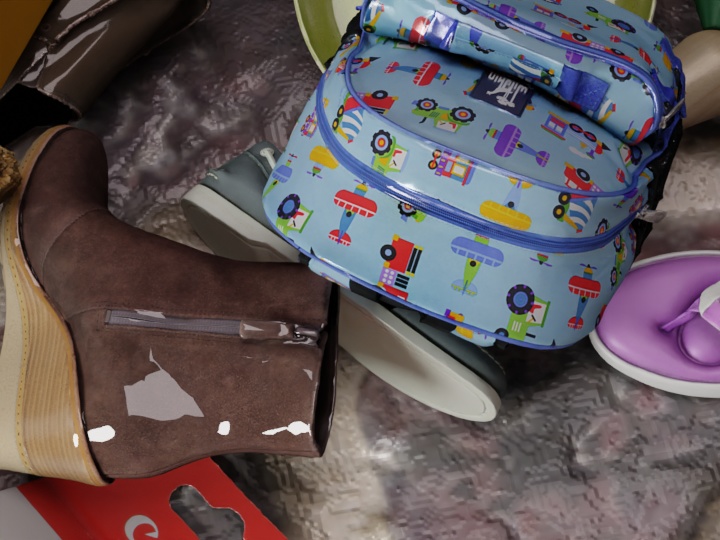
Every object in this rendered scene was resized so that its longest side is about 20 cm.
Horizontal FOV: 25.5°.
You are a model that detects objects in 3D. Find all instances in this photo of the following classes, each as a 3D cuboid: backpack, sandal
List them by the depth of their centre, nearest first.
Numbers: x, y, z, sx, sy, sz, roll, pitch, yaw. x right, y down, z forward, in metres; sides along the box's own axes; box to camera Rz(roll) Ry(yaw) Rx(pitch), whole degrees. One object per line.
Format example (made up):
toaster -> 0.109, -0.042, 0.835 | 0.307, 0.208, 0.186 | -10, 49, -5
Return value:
backpack -> 0.055, -0.055, 0.740 | 0.182, 0.135, 0.200 | 25, 26, 8
sandal -> 0.216, 0.022, 0.794 | 0.203, 0.050, 0.083 | 6, 59, 3

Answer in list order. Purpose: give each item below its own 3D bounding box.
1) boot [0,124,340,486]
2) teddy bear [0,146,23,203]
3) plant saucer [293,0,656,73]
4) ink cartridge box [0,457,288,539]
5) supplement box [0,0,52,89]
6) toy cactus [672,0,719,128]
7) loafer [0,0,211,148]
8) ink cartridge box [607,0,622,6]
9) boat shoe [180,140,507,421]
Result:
boot -> -0.089, 0.009, 0.765 | 0.166, 0.072, 0.200 | -6, 58, 12
teddy bear -> -0.255, -0.005, 0.748 | 0.200, 0.145, 0.067 | -37, 97, 19
plant saucer -> 0.062, -0.161, 0.880 | 0.200, 0.031, 0.200 | 0, 82, 1
ink cartridge box -> -0.125, 0.159, 0.710 | 0.200, 0.050, 0.161 | -39, 67, -19
supplement box -> -0.264, -0.196, 0.828 | 0.200, 0.133, 0.197 | 2, 51, 24
toy cactus -> 0.220, -0.121, 0.843 | 0.165, 0.102, 0.200 | -32, 94, -11
loafer -> -0.160, -0.107, 0.862 | 0.200, 0.073, 0.071 | -32, 68, -7
ink cartridge box -> 0.056, -0.197, 0.932 | 0.200, 0.037, 0.095 | 9, 60, 2
boat shoe -> 0.000, 0.000, 0.793 | 0.200, 0.073, 0.062 | 34, 68, 24
